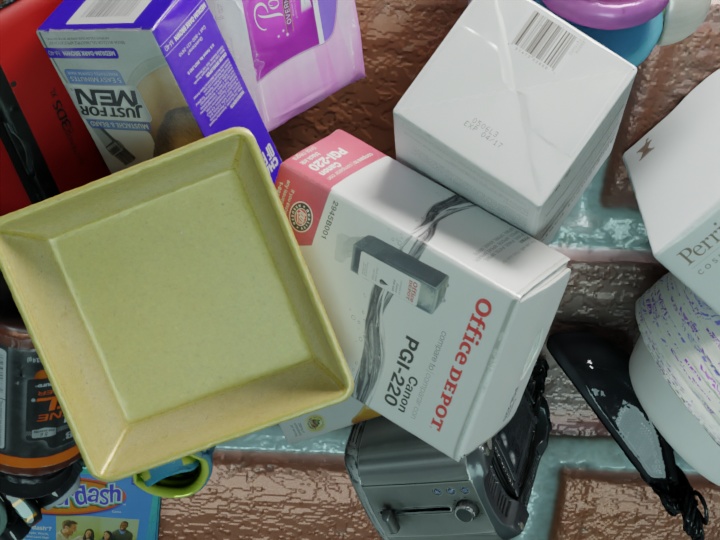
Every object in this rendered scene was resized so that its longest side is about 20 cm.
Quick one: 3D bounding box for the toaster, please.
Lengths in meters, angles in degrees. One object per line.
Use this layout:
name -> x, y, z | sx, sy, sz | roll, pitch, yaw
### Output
toaster -> 0.071, 0.134, 1.627 | 0.129, 0.200, 0.114 | -10, 123, 24

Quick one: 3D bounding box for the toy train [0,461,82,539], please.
toy train -> -0.311, 0.129, 1.617 | 0.114, 0.085, 0.200 | -35, 110, 1

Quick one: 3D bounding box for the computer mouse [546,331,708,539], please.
computer mouse -> 0.227, 0.121, 1.664 | 0.053, 0.139, 0.200 | -37, 103, 3

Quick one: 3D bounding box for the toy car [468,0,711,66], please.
toy car -> 0.169, -0.224, 1.423 | 0.175, 0.150, 0.200 | 0, 121, -3

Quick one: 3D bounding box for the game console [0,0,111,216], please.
game console -> -0.247, -0.119, 1.492 | 0.172, 0.119, 0.200 | -34, 126, -19

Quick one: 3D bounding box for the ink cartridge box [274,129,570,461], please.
ink cartridge box -> 0.027, 0.017, 1.405 | 0.200, 0.085, 0.146 | 29, 123, 18

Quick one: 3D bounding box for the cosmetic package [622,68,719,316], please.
cosmetic package -> 0.332, -0.044, 1.531 | 0.200, 0.166, 0.167 | 39, 112, -21

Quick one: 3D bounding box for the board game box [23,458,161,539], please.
board game box -> -0.249, 0.236, 1.742 | 0.152, 0.045, 0.200 | 5, 121, -5

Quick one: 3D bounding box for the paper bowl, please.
paper bowl -> 0.290, 0.091, 1.589 | 0.201, 0.201, 0.104 | 38, 112, -22

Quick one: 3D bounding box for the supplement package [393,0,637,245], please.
supplement package -> 0.105, -0.097, 1.421 | 0.121, 0.200, 0.120 | 34, 80, 8

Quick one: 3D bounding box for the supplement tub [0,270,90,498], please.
supplement tub -> -0.245, 0.079, 1.506 | 0.107, 0.107, 0.200 | 5, 133, -5

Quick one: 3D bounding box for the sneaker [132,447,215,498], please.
sneaker -> -0.166, 0.094, 1.612 | 0.080, 0.131, 0.200 | -22, 119, 12

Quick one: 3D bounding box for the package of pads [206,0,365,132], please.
package of pads -> -0.068, -0.203, 1.442 | 0.076, 0.120, 0.200 | 20, 132, 38

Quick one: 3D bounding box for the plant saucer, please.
plant saucer -> -0.126, 0.021, 1.390 | 0.200, 0.048, 0.200 | -20, 99, 12

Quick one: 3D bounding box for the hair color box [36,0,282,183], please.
hair color box -> -0.132, -0.105, 1.424 | 0.109, 0.065, 0.200 | 4, 135, 36

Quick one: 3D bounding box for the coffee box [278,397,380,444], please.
coffee box -> 0.022, 0.049, 1.603 | 0.200, 0.114, 0.080 | -19, 120, 9

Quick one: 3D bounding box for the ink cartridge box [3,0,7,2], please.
ink cartridge box -> -0.184, -0.199, 1.481 | 0.145, 0.048, 0.200 | -14, 121, 6
